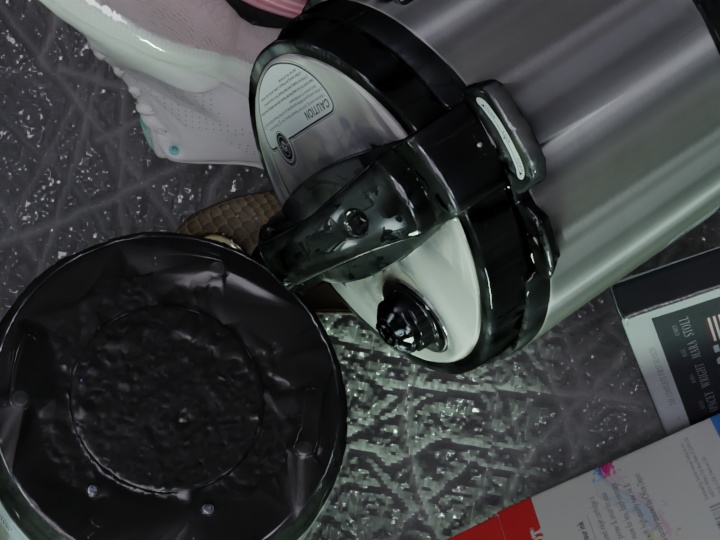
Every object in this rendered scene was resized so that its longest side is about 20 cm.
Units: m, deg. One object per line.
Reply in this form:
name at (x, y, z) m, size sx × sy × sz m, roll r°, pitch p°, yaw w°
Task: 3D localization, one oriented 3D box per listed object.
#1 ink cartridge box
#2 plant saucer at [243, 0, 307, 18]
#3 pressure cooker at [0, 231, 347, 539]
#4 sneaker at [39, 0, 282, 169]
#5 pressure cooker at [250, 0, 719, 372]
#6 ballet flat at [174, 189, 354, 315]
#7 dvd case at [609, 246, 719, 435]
ink cartridge box at (0.139, 0.148, 1.037) m, size 0.199 × 0.116 × 0.067 m, roll -25°, pitch 116°, yaw 6°
plant saucer at (0.002, -0.201, 0.991) m, size 0.200 × 0.051 × 0.201 m, roll -9°, pitch 125°, yaw -13°
pressure cooker at (-0.105, 0.089, 1.044) m, size 0.178 × 0.200 × 0.177 m, roll -1°, pitch 69°, yaw -11°
sneaker at (-0.090, -0.094, 1.043) m, size 0.200 × 0.075 × 0.088 m, roll 28°, pitch 129°, yaw -23°
pressure cooker at (0.049, -0.055, 0.928) m, size 0.200 × 0.176 × 0.179 m, roll -34°, pitch 51°, yaw -23°
ballet flat at (0.000, 0.000, 1.087) m, size 0.199 × 0.046 × 0.068 m, roll 5°, pitch 124°, yaw 5°
dvd case at (0.227, 0.013, 1.022) m, size 0.199 × 0.150 × 0.025 m, roll -20°, pitch 61°, yaw 7°
